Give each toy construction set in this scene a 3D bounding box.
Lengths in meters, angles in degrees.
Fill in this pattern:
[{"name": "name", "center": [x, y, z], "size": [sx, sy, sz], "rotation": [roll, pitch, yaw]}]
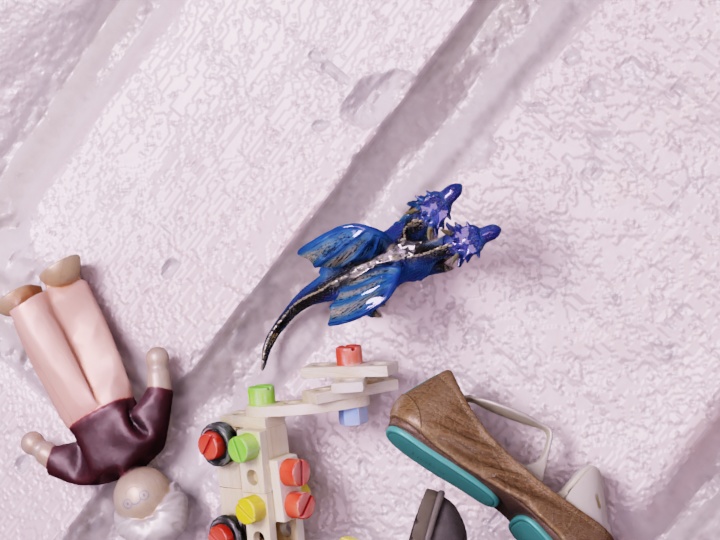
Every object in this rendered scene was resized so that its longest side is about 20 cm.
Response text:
[{"name": "toy construction set", "center": [-0.036, 0.147, 1.496], "size": [0.131, 0.092, 0.202], "rotation": [0, 84, 40]}]

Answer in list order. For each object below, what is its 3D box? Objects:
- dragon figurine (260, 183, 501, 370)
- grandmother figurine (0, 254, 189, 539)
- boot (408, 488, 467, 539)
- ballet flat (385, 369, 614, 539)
[{"name": "dragon figurine", "center": [0.000, 0.000, 1.476], "size": [0.199, 0.099, 0.059], "rotation": [-26, 85, 15]}, {"name": "grandmother figurine", "center": [-0.177, 0.098, 1.553], "size": [0.121, 0.060, 0.201], "rotation": [-33, 80, 23]}, {"name": "boot", "center": [0.120, 0.233, 1.415], "size": [0.199, 0.073, 0.183], "rotation": [5, 87, 5]}, {"name": "ballet flat", "center": [0.108, 0.137, 1.469], "size": [0.200, 0.068, 0.072], "rotation": [40, 74, 2]}]
